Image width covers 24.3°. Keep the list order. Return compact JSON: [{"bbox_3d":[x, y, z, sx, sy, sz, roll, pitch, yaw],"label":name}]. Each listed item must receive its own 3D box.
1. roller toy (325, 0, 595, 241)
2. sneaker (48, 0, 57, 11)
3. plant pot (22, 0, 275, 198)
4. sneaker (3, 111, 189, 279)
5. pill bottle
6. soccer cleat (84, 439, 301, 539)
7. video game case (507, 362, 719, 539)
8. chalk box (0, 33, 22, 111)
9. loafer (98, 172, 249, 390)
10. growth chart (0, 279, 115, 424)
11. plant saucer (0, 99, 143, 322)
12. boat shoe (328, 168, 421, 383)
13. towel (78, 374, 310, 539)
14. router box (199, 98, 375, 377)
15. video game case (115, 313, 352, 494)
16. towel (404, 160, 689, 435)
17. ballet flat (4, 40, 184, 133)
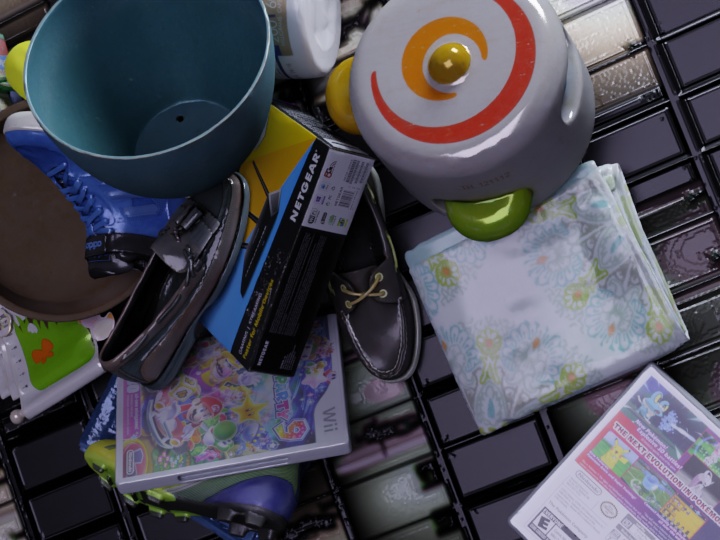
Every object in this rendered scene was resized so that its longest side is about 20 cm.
[{"bbox_3d":[0.088,-0.145,1.352,0.200,0.140,0.183,41,90,29],"label":"roller toy"},{"bbox_3d":[-0.243,-0.283,1.525,0.090,0.070,0.201,36,99,31],"label":"sneaker"},{"bbox_3d":[-0.156,-0.136,1.352,0.199,0.135,0.201,-5,59,8],"label":"plant pot"},{"bbox_3d":[-0.227,-0.054,1.445,0.077,0.199,0.112,-8,61,56],"label":"sneaker"},{"bbox_3d":[-0.125,-0.221,1.455,0.199,0.111,0.112,0,88,17],"label":"pill bottle"},{"bbox_3d":[-0.142,0.172,1.435,0.199,0.065,0.084,12,62,21],"label":"soccer cleat"},{"bbox_3d":[0.252,0.208,1.363,0.200,0.023,0.182,43,101,10],"label":"video game case"},{"bbox_3d":[-0.385,-0.151,1.529,0.199,0.124,0.125,-21,82,15],"label":"chalk box"},{"bbox_3d":[-0.156,0.006,1.405,0.072,0.063,0.201,33,103,49],"label":"loafer"},{"bbox_3d":[-0.309,0.038,1.542,0.145,0.018,0.200,-40,68,13],"label":"growth chart"},{"bbox_3d":[-0.268,-0.055,1.484,0.199,0.029,0.202,-1,93,-25],"label":"plant saucer"},{"bbox_3d":[0.000,0.000,1.435,0.071,0.061,0.202,-17,83,16],"label":"boat shoe"},{"bbox_3d":[-0.148,0.157,1.484,0.199,0.049,0.112,30,96,16],"label":"towel"},{"bbox_3d":[-0.075,-0.032,1.412,0.149,0.051,0.201,38,112,52],"label":"router box"},{"bbox_3d":[-0.111,0.112,1.427,0.199,0.018,0.144,-10,47,4],"label":"video game case"},{"bbox_3d":[0.155,0.021,1.393,0.199,0.048,0.172,-25,80,15],"label":"towel"},{"bbox_3d":[-0.212,-0.143,1.451,0.199,0.067,0.067,25,97,-22],"label":"ballet flat"}]
